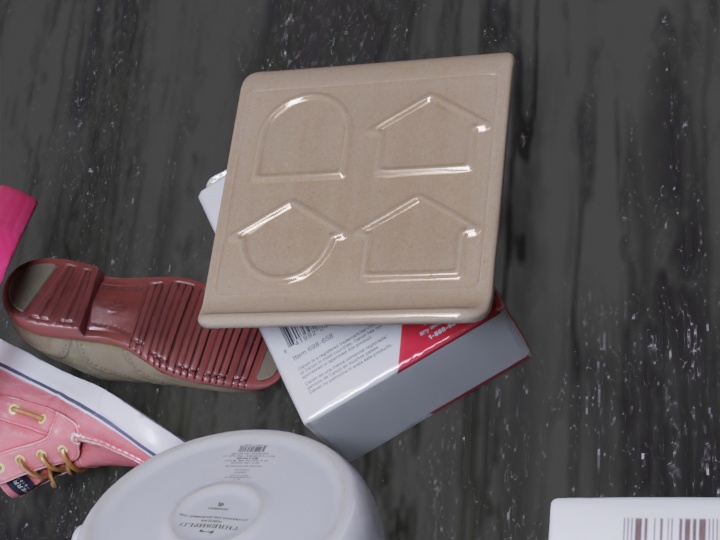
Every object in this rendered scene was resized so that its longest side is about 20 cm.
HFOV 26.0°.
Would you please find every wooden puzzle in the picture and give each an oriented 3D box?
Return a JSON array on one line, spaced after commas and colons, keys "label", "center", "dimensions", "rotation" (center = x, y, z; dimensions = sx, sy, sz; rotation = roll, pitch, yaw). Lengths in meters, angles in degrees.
[{"label": "wooden puzzle", "center": [0.003, -0.046, 0.980], "dimensions": [0.185, 0.046, 0.200], "rotation": [-2, 59, 19]}]

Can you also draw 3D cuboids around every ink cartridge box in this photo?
[{"label": "ink cartridge box", "center": [0.000, 0.000, 1.031], "dimensions": [0.144, 0.084, 0.200], "rotation": [-30, 58, 5]}]

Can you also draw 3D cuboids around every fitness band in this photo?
[{"label": "fitness band", "center": [-0.270, 0.019, 1.093], "dimensions": [0.144, 0.037, 0.200], "rotation": [-61, 13, 17]}]

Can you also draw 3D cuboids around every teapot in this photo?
[{"label": "teapot", "center": [-0.074, 0.201, 0.932], "dimensions": [0.197, 0.146, 0.200], "rotation": [-24, 32, -21]}]

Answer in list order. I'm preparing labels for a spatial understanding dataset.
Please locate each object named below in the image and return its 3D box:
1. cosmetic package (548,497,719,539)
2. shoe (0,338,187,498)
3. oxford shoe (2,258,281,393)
[{"label": "cosmetic package", "center": [0.188, 0.221, 0.776], "dimensions": [0.165, 0.200, 0.165], "rotation": [-3, 63, 21]}, {"label": "shoe", "center": [-0.203, 0.121, 1.064], "dimensions": [0.200, 0.071, 0.091], "rotation": [21, 75, 34]}, {"label": "oxford shoe", "center": [-0.146, 0.047, 1.081], "dimensions": [0.200, 0.075, 0.071], "rotation": [18, 58, 8]}]
